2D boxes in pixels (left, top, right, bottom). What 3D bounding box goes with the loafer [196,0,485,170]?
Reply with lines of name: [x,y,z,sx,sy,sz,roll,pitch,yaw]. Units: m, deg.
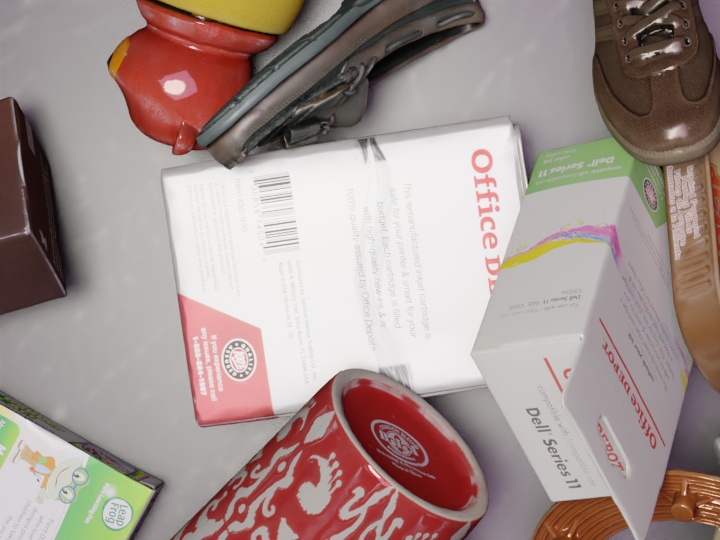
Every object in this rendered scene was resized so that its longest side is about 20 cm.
loafer: [-0.004,-0.112,1.318,0.200,0.072,0.063,-44,99,-29]

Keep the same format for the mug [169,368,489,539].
mug: [-0.022,0.158,1.311,0.200,0.177,0.134,-49,65,23]

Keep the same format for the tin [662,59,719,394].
tin: [0.210,-0.020,1.302,0.042,0.112,0.201,-20,59,37]

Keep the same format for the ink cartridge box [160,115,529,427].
ink cartridge box: [0.000,0.000,1.344,0.199,0.083,0.147,-8,91,4]

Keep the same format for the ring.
ring: [0.184,0.186,1.303,0.200,0.019,0.201,14,133,15]

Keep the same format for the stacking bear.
stacking bear: [-0.081,-0.165,1.339,0.113,0.121,0.201,14,101,-15]

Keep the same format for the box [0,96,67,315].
box: [-0.273,-0.016,1.350,0.199,0.075,0.100,-16,54,6]

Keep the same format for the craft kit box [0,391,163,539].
craft kit box: [-0.246,0.162,1.384,0.197,0.049,0.200,30,93,5]

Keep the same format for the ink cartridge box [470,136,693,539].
ink cartridge box: [0.120,0.038,1.257,0.067,0.200,0.117,-9,128,29]

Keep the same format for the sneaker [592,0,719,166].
sneaker: [0.147,-0.145,1.286,0.070,0.076,0.201,-16,48,11]

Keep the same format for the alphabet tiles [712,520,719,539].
alphabet tiles: [0.257,0.175,1.238,0.166,0.006,0.201,11,117,-2]

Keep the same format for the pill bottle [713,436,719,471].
pill bottle: [0.301,0.106,1.308,0.199,0.120,0.120,-17,90,3]
